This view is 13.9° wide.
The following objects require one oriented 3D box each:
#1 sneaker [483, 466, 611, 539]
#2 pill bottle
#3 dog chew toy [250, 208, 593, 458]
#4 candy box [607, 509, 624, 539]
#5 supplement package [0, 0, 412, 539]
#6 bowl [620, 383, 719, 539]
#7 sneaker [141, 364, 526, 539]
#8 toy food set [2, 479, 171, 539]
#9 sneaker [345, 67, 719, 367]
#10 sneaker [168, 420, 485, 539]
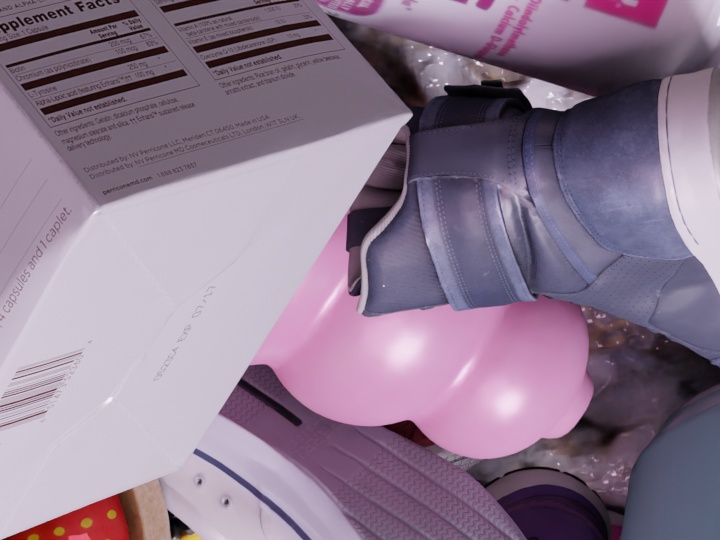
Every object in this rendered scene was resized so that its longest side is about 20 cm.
[{"bbox_3d":[0.020,0.167,1.179,0.076,0.088,0.200,35,113,-17],"label":"sneaker"},{"bbox_3d":[0.065,-0.125,1.029,0.200,0.113,0.113,16,126,-11],"label":"pill bottle"},{"bbox_3d":[0.000,0.000,1.109,0.200,0.125,0.125,32,122,-10],"label":"dog chew toy"},{"bbox_3d":[0.100,0.189,1.292,0.200,0.072,0.168,10,126,-5],"label":"candy box"},{"bbox_3d":[-0.129,-0.045,0.988,0.200,0.147,0.191,50,130,20],"label":"supplement package"},{"bbox_3d":[0.183,0.101,1.148,0.200,0.105,0.201,-8,156,-4],"label":"bowl"},{"bbox_3d":[-0.010,0.098,1.137,0.200,0.073,0.071,38,131,21],"label":"sneaker"},{"bbox_3d":[-0.166,0.114,1.102,0.198,0.049,0.200,5,88,-15],"label":"toy food set"},{"bbox_3d":[0.074,-0.010,1.051,0.146,0.077,0.202,-8,156,15],"label":"sneaker"},{"bbox_3d":[-0.002,0.079,1.221,0.200,0.078,0.082,-25,132,27],"label":"sneaker"}]
